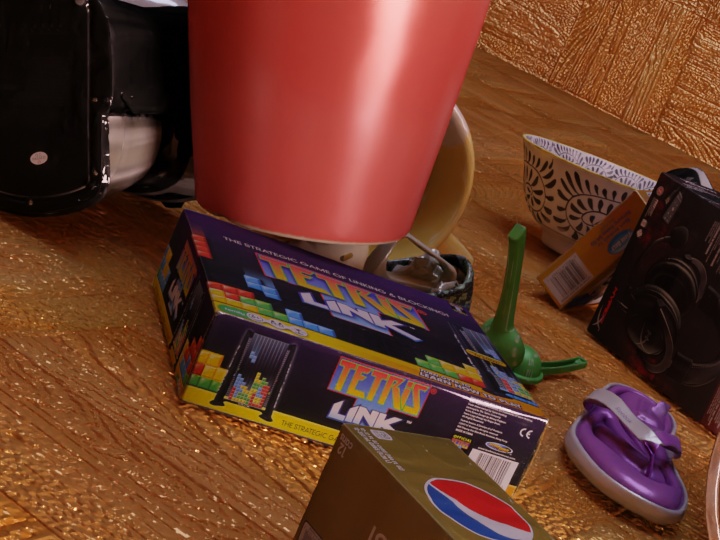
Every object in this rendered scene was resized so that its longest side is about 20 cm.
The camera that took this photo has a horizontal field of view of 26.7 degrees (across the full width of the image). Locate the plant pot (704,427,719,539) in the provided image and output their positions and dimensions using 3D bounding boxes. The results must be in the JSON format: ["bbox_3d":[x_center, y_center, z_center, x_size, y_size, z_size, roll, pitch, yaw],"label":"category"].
[{"bbox_3d":[0.291,0.115,0.858,0.198,0.202,0.198,26,7,8],"label":"plant pot"}]

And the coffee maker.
[{"bbox_3d":[-0.154,-0.133,0.981,0.134,0.194,0.200,27,14,15],"label":"coffee maker"}]

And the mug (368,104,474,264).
[{"bbox_3d":[-0.005,-0.073,1.195,0.148,0.189,0.153,-17,20,-17],"label":"mug"}]

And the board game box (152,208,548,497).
[{"bbox_3d":[-0.011,0.044,0.862,0.198,0.057,0.166,19,16,-20],"label":"board game box"}]

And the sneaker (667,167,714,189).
[{"bbox_3d":[0.424,-0.101,2.047,0.086,0.077,0.200,14,16,-12],"label":"sneaker"}]

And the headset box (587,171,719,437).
[{"bbox_3d":[0.287,0.034,1.190,0.077,0.150,0.200,14,18,-32],"label":"headset box"}]

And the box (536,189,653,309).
[{"bbox_3d":[0.246,-0.021,1.369,0.042,0.119,0.199,54,24,17],"label":"box"}]

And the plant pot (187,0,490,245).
[{"bbox_3d":[-0.022,-0.120,0.953,0.198,0.180,0.201,9,13,-2],"label":"plant pot"}]

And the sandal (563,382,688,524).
[{"bbox_3d":[0.175,0.100,0.970,0.082,0.050,0.203,24,15,2],"label":"sandal"}]

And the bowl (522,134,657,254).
[{"bbox_3d":[0.239,-0.057,1.531,0.198,0.095,0.201,20,11,-4],"label":"bowl"}]

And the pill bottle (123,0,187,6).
[{"bbox_3d":[-0.189,-0.193,1.301,0.110,0.112,0.200,18,16,-23],"label":"pill bottle"}]

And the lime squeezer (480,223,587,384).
[{"bbox_3d":[0.110,0.046,1.044,0.037,0.071,0.200,13,-23,28],"label":"lime squeezer"}]

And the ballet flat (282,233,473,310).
[{"bbox_3d":[0.000,0.000,1.011,0.199,0.075,0.074,10,20,-44],"label":"ballet flat"}]

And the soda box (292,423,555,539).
[{"bbox_3d":[0.054,0.141,0.606,0.067,0.065,0.200,13,19,-38],"label":"soda box"}]
